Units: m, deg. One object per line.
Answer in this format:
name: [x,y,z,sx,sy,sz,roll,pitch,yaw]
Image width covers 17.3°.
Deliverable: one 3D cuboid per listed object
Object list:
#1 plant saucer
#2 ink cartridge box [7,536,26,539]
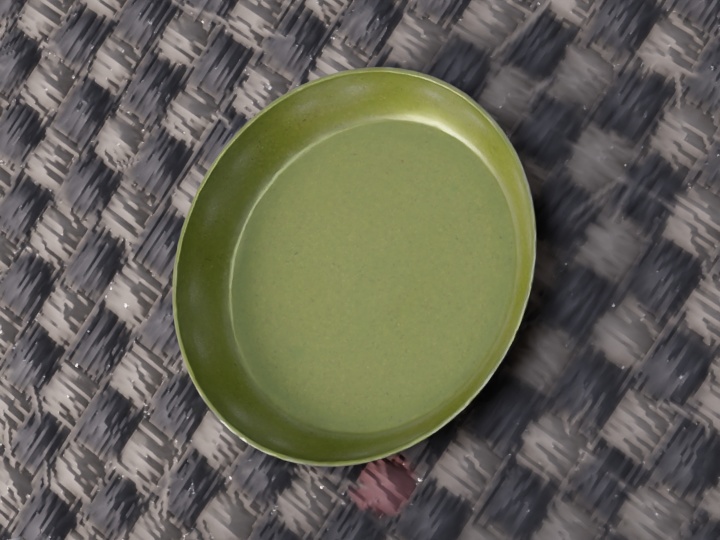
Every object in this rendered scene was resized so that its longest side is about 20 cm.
plant saucer: [0.000,0.000,1.159,0.200,0.031,0.200,-8,72,26]
ink cartridge box: [-0.199,0.213,1.131,0.200,0.145,0.085,-20,56,22]
